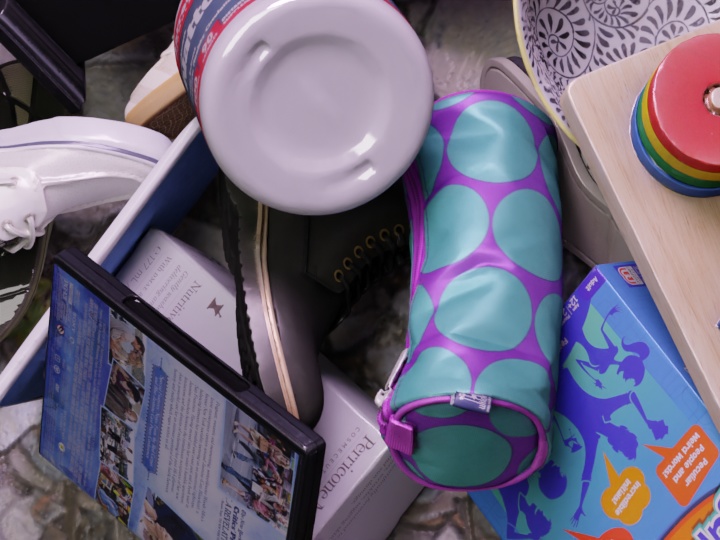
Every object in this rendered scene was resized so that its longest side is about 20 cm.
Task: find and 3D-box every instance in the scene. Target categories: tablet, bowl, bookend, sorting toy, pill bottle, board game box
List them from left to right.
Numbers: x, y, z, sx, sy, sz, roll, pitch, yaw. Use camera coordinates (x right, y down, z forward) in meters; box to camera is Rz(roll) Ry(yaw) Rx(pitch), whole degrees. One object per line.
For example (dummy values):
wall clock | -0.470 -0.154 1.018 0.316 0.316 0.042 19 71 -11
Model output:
tablet | -0.138 -0.005 1.571 0.014 0.130 0.200 37 96 6
bookend | -0.111 -0.225 1.590 0.199 0.092 0.199 -23 49 19
pill bottle | -0.037 -0.114 1.462 0.120 0.119 0.200 -49 20 8
board game box | 0.148 0.119 1.428 0.200 0.045 0.152 52 124 25
bowl | 0.158 -0.147 1.464 0.200 0.094 0.202 -2 97 -17
sorting toy | 0.232 -0.046 1.373 0.198 0.070 0.201 -23 78 -13

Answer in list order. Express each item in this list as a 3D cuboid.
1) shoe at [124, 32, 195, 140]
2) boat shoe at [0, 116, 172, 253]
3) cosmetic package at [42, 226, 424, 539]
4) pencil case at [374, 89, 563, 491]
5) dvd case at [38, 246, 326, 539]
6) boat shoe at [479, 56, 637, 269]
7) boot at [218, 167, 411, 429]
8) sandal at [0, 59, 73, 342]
shoe | -0.057 -0.145 1.598 0.200 0.070 0.053 -36 66 6
boat shoe | -0.204 -0.041 1.588 0.199 0.071 0.070 -2 64 2
cosmetic package | -0.066 0.083 1.543 0.200 0.081 0.113 39 94 28
pencil case | 0.057 0.007 1.425 0.092 0.085 0.201 11 56 -11
dvd case | -0.098 0.093 1.468 0.200 0.018 0.143 36 134 31
boat shoe | 0.137 -0.046 1.502 0.063 0.073 0.200 -21 56 -27
boot | 0.000 0.000 1.487 0.138 0.078 0.201 -3 55 -7
sandal | -0.214 -0.030 1.654 0.079 0.057 0.202 15 67 8
